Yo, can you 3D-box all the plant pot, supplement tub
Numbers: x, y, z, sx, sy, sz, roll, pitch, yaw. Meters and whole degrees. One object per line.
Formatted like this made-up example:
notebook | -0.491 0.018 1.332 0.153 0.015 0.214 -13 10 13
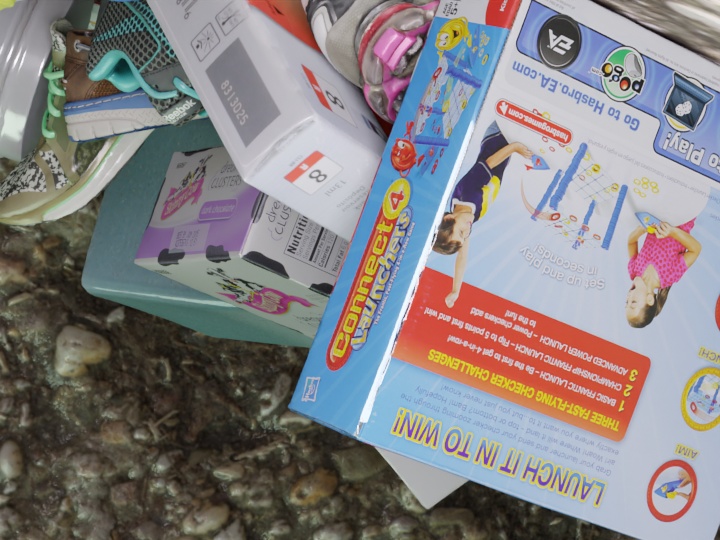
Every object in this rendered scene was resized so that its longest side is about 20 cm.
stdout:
plant pot | -0.044 -0.045 1.906 0.199 0.197 0.196 12 174 31
supplement tub | -0.277 -0.157 1.654 0.199 0.145 0.144 21 179 1

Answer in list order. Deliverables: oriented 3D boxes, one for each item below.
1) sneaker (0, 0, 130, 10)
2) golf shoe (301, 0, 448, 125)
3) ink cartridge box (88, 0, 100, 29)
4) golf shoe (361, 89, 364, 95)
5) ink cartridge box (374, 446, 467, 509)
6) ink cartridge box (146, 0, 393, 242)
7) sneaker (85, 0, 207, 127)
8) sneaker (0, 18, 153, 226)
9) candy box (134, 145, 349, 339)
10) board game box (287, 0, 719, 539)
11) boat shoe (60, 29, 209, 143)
sneaker | -0.142 -0.151 1.298 0.105 0.076 0.200 20 178 -3
golf shoe | 0.050 -0.090 1.189 0.200 0.073 0.092 30 -167 -50
ink cartridge box | -0.114 -0.148 1.761 0.199 0.044 0.174 21 167 24
golf shoe | -0.019 -0.088 1.530 0.078 0.098 0.200 20 180 -32
ink cartridge box | 0.091 0.037 1.646 0.088 0.200 0.145 53 -171 -12
ink cartridge box | -0.004 -0.070 1.200 0.200 0.050 0.162 26 -153 -46
sneaker | -0.070 -0.113 1.369 0.077 0.092 0.200 21 179 -41
sneaker | -0.160 -0.109 1.582 0.089 0.200 0.077 42 -163 -23
candy box | 0.000 0.000 1.460 0.199 0.072 0.168 24 170 -21
board game box | 0.093 -0.001 1.118 0.200 0.197 0.056 22 178 -34
boat shoe | -0.087 -0.120 1.477 0.199 0.073 0.072 -10 -174 29
